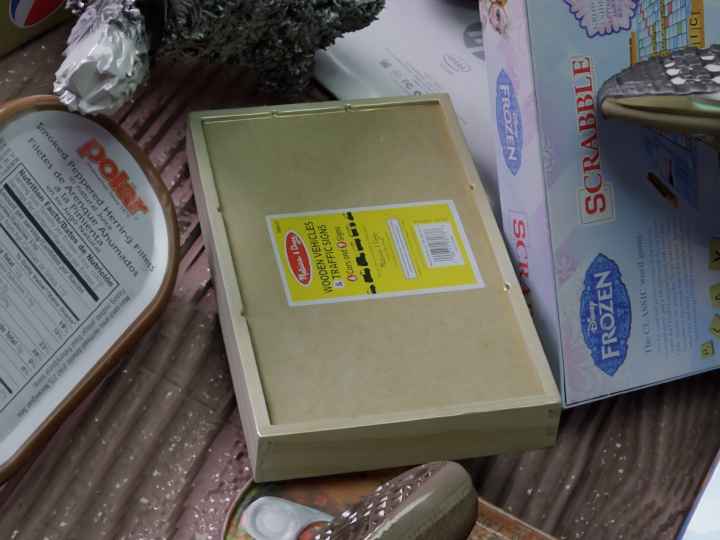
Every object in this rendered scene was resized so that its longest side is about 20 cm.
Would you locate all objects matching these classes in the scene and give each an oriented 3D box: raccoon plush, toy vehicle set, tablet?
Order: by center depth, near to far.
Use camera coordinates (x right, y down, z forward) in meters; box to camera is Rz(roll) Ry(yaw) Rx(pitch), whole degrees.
[{"bbox_3d":[0.000,0.000,0.876,0.123,0.027,0.201,-5,44,-11],"label":"toy vehicle set"},{"bbox_3d":[-0.066,-0.096,0.897,0.134,0.096,0.201,41,45,-26],"label":"raccoon plush"},{"bbox_3d":[0.048,-0.099,1.007,0.200,0.014,0.130,44,54,18],"label":"tablet"}]

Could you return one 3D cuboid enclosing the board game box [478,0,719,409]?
[{"bbox_3d":[0.153,-0.059,0.908,0.198,0.041,0.202,-11,101,-24],"label":"board game box"}]

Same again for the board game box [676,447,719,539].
[{"bbox_3d":[0.228,0.086,0.861,0.150,0.037,0.201,27,72,6],"label":"board game box"}]

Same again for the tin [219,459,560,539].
[{"bbox_3d":[0.035,0.145,0.799,0.199,0.042,0.112,28,47,7],"label":"tin"}]

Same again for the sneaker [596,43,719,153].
[{"bbox_3d":[0.190,-0.034,0.841,0.198,0.089,0.077,13,18,3],"label":"sneaker"}]

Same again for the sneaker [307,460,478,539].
[{"bbox_3d":[-0.021,0.156,0.731,0.200,0.070,0.076,-44,97,-8],"label":"sneaker"}]

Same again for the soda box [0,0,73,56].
[{"bbox_3d":[-0.186,-0.135,0.933,0.068,0.064,0.200,40,52,18],"label":"soda box"}]

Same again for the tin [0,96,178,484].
[{"bbox_3d":[-0.147,0.012,0.813,0.112,0.042,0.200,55,48,-18],"label":"tin"}]
